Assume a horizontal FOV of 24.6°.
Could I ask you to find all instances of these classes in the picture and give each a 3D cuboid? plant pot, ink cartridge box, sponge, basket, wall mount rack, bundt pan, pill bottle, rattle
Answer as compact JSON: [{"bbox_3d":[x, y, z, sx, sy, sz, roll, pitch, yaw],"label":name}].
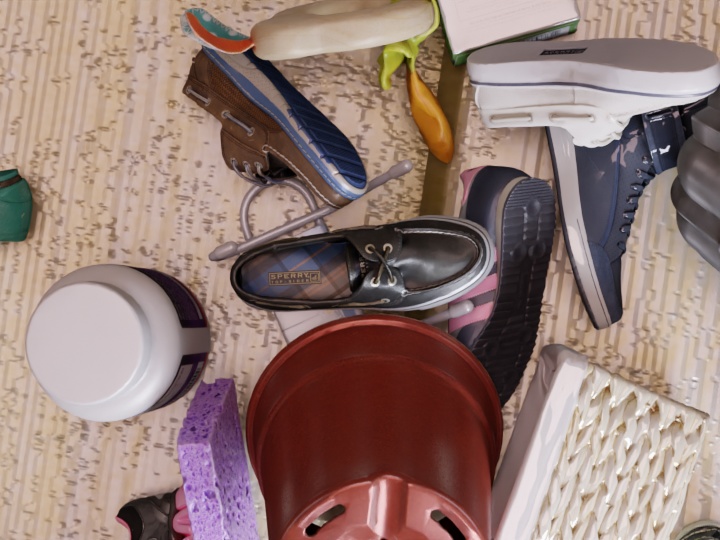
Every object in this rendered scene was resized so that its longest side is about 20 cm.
[{"bbox_3d":[0.013,0.163,1.177,0.199,0.196,0.202,0,113,-1],"label":"plant pot"},{"bbox_3d":[0.096,-0.271,1.283,0.103,0.059,0.202,-15,87,3],"label":"ink cartridge box"},{"bbox_3d":[-0.100,0.194,1.231,0.030,0.112,0.202,-6,108,6],"label":"sponge"},{"bbox_3d":[0.166,0.169,1.232,0.122,0.136,0.201,21,90,0],"label":"basket"},{"bbox_3d":[-0.015,0.008,1.276,0.173,0.075,0.201,-24,88,3],"label":"wall mount rack"},{"bbox_3d":[0.300,-0.086,1.208,0.076,0.202,0.203,33,91,34],"label":"bundt pan"},{"bbox_3d":[-0.180,0.052,1.217,0.110,0.200,0.113,0,88,4],"label":"pill bottle"},{"bbox_3d":[-0.034,-0.142,1.252,0.199,0.130,0.144,-19,126,-29],"label":"rattle"}]

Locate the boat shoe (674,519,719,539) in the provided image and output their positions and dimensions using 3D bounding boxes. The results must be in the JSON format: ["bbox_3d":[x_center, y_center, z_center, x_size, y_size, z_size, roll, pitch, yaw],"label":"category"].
[{"bbox_3d":[0.299,0.287,1.251,0.071,0.068,0.201,-29,88,1],"label":"boat shoe"}]

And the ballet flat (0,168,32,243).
[{"bbox_3d":[-0.355,-0.030,1.310,0.198,0.067,0.071,-9,102,6],"label":"ballet flat"}]

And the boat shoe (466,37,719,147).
[{"bbox_3d":[0.169,-0.126,1.200,0.199,0.071,0.070,4,117,32],"label":"boat shoe"}]

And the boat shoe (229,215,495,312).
[{"bbox_3d":[0.000,0.000,1.213,0.198,0.057,0.069,-8,88,7],"label":"boat shoe"}]

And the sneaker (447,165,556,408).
[{"bbox_3d":[0.095,0.016,1.282,0.070,0.082,0.202,3,107,-38],"label":"sneaker"}]

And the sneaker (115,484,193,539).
[{"bbox_3d":[-0.153,0.263,1.270,0.095,0.079,0.202,-9,64,11],"label":"sneaker"}]

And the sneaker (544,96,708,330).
[{"bbox_3d":[0.220,-0.064,1.260,0.145,0.077,0.204,-9,87,7],"label":"sneaker"}]

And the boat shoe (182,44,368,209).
[{"bbox_3d":[-0.068,-0.103,1.268,0.073,0.072,0.200,-51,54,15],"label":"boat shoe"}]
